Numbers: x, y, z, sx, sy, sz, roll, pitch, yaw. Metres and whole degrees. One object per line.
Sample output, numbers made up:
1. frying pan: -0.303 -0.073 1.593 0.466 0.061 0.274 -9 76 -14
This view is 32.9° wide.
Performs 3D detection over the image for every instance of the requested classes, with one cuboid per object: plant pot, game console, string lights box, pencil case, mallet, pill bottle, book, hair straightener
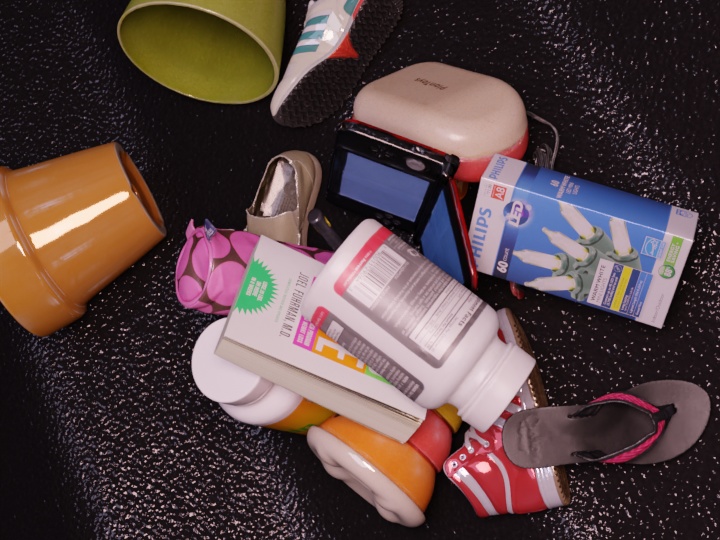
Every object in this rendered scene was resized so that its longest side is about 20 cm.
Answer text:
1. plant pot: -0.334 -0.053 1.412 0.183 0.200 0.201 -28 67 1
2. plant pot: -0.158 -0.327 1.401 0.187 0.187 0.201 2 63 26
3. game console: 0.035 -0.037 1.199 0.172 0.200 0.119 20 71 1
4. string lights box: 0.205 -0.029 1.152 0.199 0.059 0.103 17 124 11
5. pencil case: -0.090 0.005 1.272 0.091 0.199 0.094 -53 40 34
6. mallet: 0.000 0.000 1.226 0.041 0.200 0.066 -29 35 10
7. pill bottle: 0.054 0.054 1.093 0.200 0.111 0.111 37 96 5
8. book: -0.026 0.062 1.152 0.048 0.199 0.134 -55 14 47
9. pill bottle: -0.083 0.105 1.236 0.111 0.200 0.111 -6 75 25
10. hair straightener: 0.185 -0.073 1.245 0.077 0.041 0.201 -10 70 23

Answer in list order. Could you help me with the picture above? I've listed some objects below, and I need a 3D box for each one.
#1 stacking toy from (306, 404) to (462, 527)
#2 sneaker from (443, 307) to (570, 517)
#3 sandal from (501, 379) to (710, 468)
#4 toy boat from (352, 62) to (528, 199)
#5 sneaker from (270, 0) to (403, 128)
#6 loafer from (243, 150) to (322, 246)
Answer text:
1. stacking toy: 0.056 0.142 1.224 0.146 0.146 0.200 32 74 28
2. sneaker: 0.128 0.143 1.198 0.112 0.071 0.201 -18 73 18
3. sandal: 0.231 0.147 1.127 0.199 0.045 0.075 -10 79 -3
4. toy boat: 0.087 -0.130 1.261 0.130 0.131 0.200 -26 31 -24
5. sneaker: -0.040 -0.255 1.383 0.200 0.070 0.093 -52 45 9
6. loafer: -0.097 -0.042 1.351 0.075 0.068 0.201 5 80 27
